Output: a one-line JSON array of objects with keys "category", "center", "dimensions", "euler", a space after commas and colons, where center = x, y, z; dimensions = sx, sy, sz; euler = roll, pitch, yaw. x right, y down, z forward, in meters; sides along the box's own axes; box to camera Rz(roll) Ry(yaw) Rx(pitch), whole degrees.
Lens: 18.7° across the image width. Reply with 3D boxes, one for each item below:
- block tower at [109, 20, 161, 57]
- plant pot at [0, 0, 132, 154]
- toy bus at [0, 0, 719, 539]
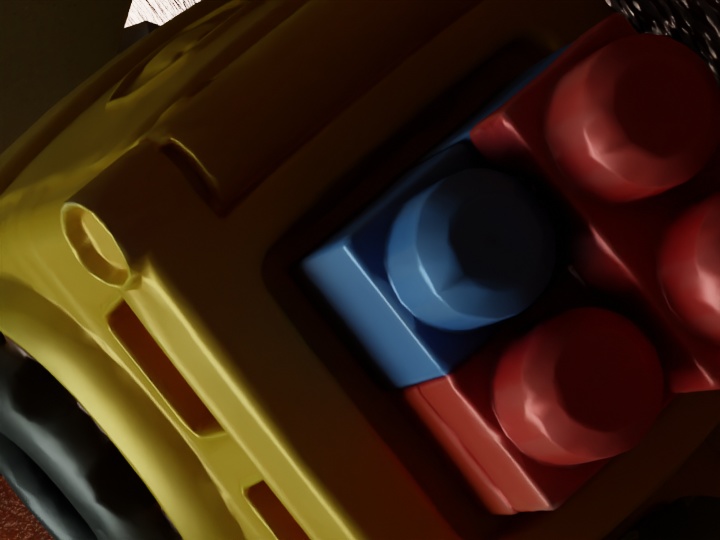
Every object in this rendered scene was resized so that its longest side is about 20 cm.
[{"category": "block tower", "center": [-0.039, 0.011, 0.751], "dimensions": [0.054, 0.058, 0.201], "euler": [14, -116, -62]}, {"category": "plant pot", "center": [-0.194, -0.083, 0.753], "dimensions": [0.176, 0.201, 0.200], "euler": [-1, -147, -37]}, {"category": "toy bus", "center": [0.032, 0.029, 0.401], "dimensions": [0.200, 0.136, 0.192], "euler": [52, 160, -8]}]
